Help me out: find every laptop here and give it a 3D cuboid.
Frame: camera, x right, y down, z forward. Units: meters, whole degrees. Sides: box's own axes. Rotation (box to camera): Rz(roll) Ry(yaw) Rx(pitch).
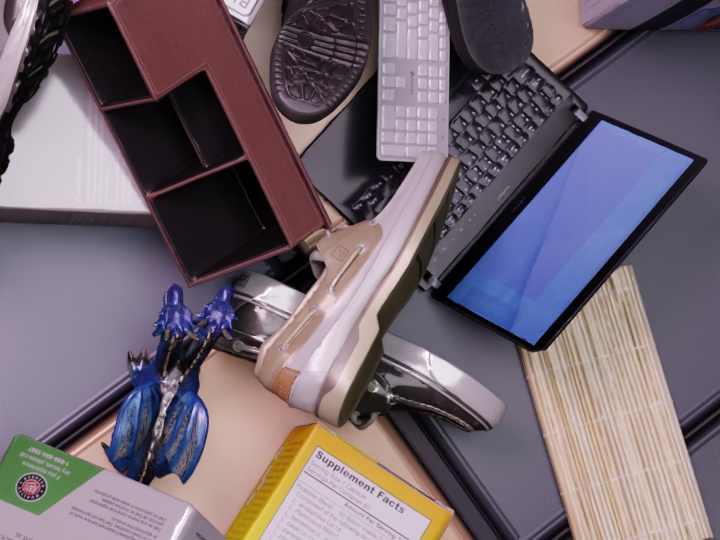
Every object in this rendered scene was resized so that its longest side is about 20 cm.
[{"bbox_3d":[0.091,-0.071,1.665,0.200,0.103,0.177,43,78,-4],"label":"laptop"}]

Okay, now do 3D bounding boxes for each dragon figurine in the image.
[{"bbox_3d":[-0.130,0.101,1.606,0.059,0.099,0.201,16,86,-9],"label":"dragon figurine"}]

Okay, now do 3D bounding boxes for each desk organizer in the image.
[{"bbox_3d":[-0.105,-0.094,1.565,0.077,0.072,0.201,-37,109,-34],"label":"desk organizer"}]

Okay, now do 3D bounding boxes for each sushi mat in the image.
[{"bbox_3d":[0.170,0.102,1.710,0.095,0.012,0.201,-16,88,-13],"label":"sushi mat"}]

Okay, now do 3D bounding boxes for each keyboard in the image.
[{"bbox_3d":[0.035,-0.172,1.651,0.056,0.011,0.201,1,89,-38],"label":"keyboard"}]

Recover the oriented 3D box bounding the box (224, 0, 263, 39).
[{"bbox_3d":[-0.059,-0.246,1.647,0.060,0.117,0.201,29,81,-6],"label":"box"}]

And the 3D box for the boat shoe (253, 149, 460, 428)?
[{"bbox_3d":[0.000,0.000,1.597,0.068,0.075,0.201,23,65,12],"label":"boat shoe"}]

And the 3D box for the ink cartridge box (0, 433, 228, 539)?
[{"bbox_3d":[-0.187,0.222,1.523,0.146,0.083,0.201,19,72,29],"label":"ink cartridge box"}]

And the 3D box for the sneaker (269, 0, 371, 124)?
[{"bbox_3d":[-0.022,-0.166,1.627,0.060,0.104,0.201,15,64,-4],"label":"sneaker"}]

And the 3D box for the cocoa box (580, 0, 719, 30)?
[{"bbox_3d":[0.234,-0.240,1.660,0.130,0.200,0.134,1,85,-11],"label":"cocoa box"}]

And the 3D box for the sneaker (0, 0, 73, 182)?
[{"bbox_3d":[-0.235,-0.118,1.509,0.079,0.074,0.201,30,110,4],"label":"sneaker"}]

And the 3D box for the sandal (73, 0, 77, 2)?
[{"bbox_3d":[-0.151,-0.246,1.662,0.082,0.050,0.204,5,83,-11],"label":"sandal"}]

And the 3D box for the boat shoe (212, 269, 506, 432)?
[{"bbox_3d":[-0.002,0.070,1.655,0.199,0.071,0.064,25,80,0],"label":"boat shoe"}]

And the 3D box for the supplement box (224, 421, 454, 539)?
[{"bbox_3d":[-0.044,0.211,1.609,0.109,0.110,0.200,34,80,-6],"label":"supplement box"}]

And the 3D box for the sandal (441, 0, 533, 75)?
[{"bbox_3d":[0.073,-0.227,1.643,0.075,0.048,0.201,-32,106,-30],"label":"sandal"}]

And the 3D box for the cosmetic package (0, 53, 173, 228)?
[{"bbox_3d":[-0.222,-0.085,1.617,0.199,0.090,0.107,4,84,-8],"label":"cosmetic package"}]
